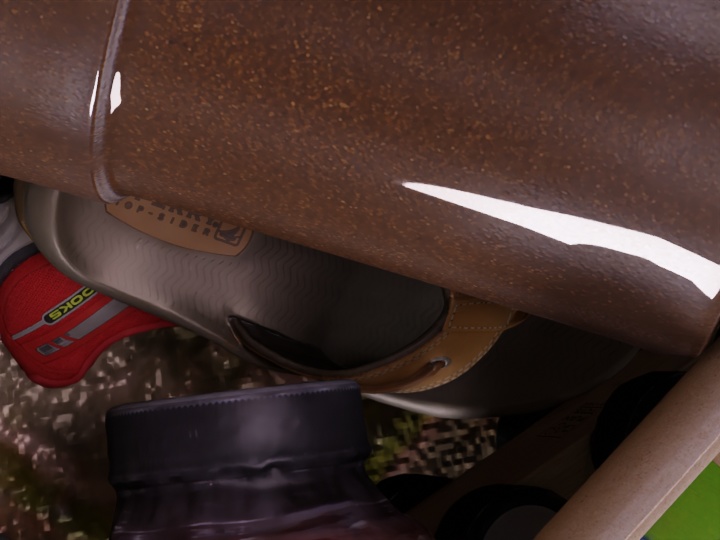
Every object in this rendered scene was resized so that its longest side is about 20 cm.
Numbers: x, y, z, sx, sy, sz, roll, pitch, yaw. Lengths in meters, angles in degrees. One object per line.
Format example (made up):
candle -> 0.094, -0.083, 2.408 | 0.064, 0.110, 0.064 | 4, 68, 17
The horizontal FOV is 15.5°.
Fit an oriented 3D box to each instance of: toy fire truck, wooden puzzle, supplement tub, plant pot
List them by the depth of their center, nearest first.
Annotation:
plant pot -> 0.017, -0.083, 0.639 | 0.198, 0.200, 0.200 | 21, 85, 4
wooden puzzle -> 0.102, 0.064, 0.700 | 0.046, 0.200, 0.185 | 39, 74, 17
supplement tub -> -0.023, 0.132, 0.715 | 0.107, 0.107, 0.200 | -5, 85, -27
toy fire truck -> 0.108, 0.125, 0.872 | 0.176, 0.129, 0.200 | -33, 100, -20

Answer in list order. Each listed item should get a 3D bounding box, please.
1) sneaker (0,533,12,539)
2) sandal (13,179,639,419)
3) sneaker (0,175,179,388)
sneaker -> -0.105, 0.124, 0.774 | 0.200, 0.075, 0.087 | 31, 86, -27
sandal -> 0.000, 0.000, 0.749 | 0.200, 0.054, 0.080 | 16, 102, -25
sneaker -> -0.022, -0.017, 0.806 | 0.200, 0.077, 0.085 | -17, 109, -15
